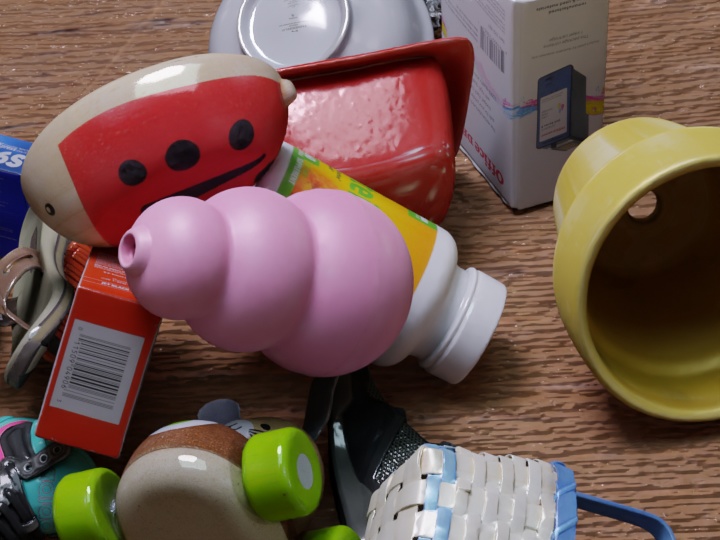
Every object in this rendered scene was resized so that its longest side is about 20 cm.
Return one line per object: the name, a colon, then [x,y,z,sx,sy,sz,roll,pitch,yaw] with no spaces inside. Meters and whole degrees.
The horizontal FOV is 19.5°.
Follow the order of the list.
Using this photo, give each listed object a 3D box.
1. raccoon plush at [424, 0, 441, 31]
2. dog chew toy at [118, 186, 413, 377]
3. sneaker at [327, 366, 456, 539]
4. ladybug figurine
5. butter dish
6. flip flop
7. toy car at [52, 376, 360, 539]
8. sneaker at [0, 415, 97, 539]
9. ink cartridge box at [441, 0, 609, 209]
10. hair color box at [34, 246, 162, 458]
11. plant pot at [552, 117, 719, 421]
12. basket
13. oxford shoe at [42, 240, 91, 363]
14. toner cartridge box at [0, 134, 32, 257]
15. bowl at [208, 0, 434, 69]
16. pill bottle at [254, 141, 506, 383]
raccoon plush: [0.002,-0.270,1.821,0.097,0.200,0.134,-6,10,26]
dog chew toy: [-0.064,0.002,1.356,0.200,0.125,0.125,9,29,-35]
sneaker: [0.035,0.134,1.420,0.114,0.076,0.200,-9,43,-8]
ladybug figurine: [-0.133,-0.075,1.421,0.200,0.136,0.072,-27,55,7]
butter dish: [-0.001,-0.067,1.610,0.200,0.200,0.148,-11,63,-8]
flip flop: [-0.245,0.011,1.509,0.057,0.081,0.200,23,31,-22]
toy car: [-0.078,0.129,1.363,0.164,0.158,0.200,-14,30,21]
sneaker: [-0.228,0.168,1.401,0.120,0.084,0.200,-10,38,9]
ink cartridge box: [0.128,-0.172,1.682,0.087,0.200,0.145,-14,39,-17]
hair color box: [-0.173,0.042,1.455,0.064,0.111,0.200,16,14,-7]
plant pot: [0.225,-0.021,1.509,0.200,0.201,0.189,-9,24,-6]
basket: [0.097,0.199,1.274,0.200,0.139,0.177,21,53,-10]
oxford shoe: [-0.217,-0.002,1.629,0.072,0.071,0.200,-20,35,38]
toner cartridge box: [-0.336,-0.073,1.687,0.200,0.095,0.043,16,42,22]
bowl: [-0.044,-0.190,1.730,0.201,0.090,0.202,-4,74,13]
pill bottle: [0.000,0.000,1.505,0.200,0.111,0.111,28,41,-10]
